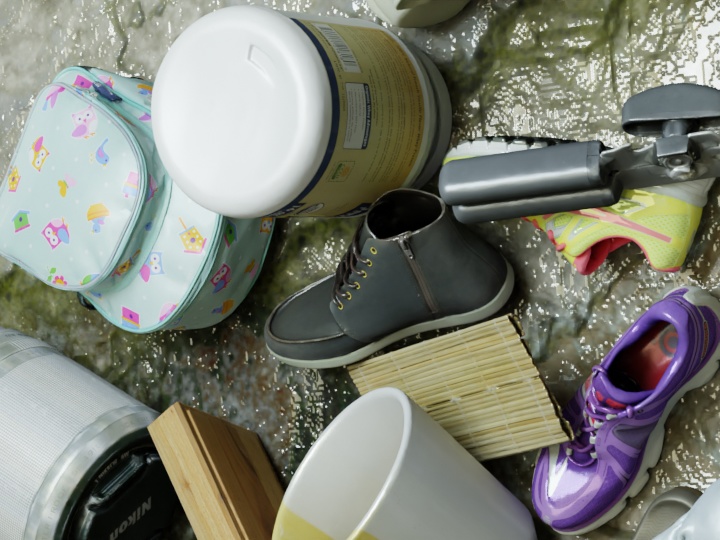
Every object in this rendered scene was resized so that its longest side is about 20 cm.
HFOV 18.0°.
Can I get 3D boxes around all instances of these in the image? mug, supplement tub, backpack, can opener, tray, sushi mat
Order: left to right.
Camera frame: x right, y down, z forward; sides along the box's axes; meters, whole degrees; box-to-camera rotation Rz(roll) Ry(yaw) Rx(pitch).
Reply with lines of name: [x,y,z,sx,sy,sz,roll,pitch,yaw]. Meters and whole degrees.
backpack: [-0.171,-0.047,1.717,0.199,0.153,0.177,29,101,22]
tray: [-0.079,0.192,1.659,0.037,0.098,0.200,-41,54,16]
supplement tub: [-0.036,-0.109,1.595,0.144,0.200,0.145,1,92,33]
mug: [0.030,0.196,1.581,0.187,0.153,0.150,-48,23,19]
sushi mat: [0.068,0.091,1.593,0.200,0.012,0.096,-20,95,53]
can opener: [0.151,-0.078,1.496,0.199,0.053,0.067,-7,61,22]

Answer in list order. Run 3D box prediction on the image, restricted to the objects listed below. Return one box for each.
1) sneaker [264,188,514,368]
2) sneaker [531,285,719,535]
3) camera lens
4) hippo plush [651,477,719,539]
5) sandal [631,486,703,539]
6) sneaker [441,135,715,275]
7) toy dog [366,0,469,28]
sneaker: [0.000,0.000,1.621,0.199,0.106,0.075,-19,46,25]
sneaker: [0.169,0.092,1.540,0.081,0.083,0.201,40,112,26]
camera lens: [-0.249,0.148,1.763,0.199,0.160,0.161,28,106,29]
hippo plush: [0.268,0.214,1.422,0.200,0.159,0.161,-53,53,32]
sandal: [0.192,0.244,1.545,0.081,0.054,0.201,28,106,29]
sneaker: [0.142,-0.044,1.557,0.199,0.078,0.091,11,100,31]
toy dog: [0.050,-0.284,1.592,0.194,0.139,0.201,149,107,-67]
